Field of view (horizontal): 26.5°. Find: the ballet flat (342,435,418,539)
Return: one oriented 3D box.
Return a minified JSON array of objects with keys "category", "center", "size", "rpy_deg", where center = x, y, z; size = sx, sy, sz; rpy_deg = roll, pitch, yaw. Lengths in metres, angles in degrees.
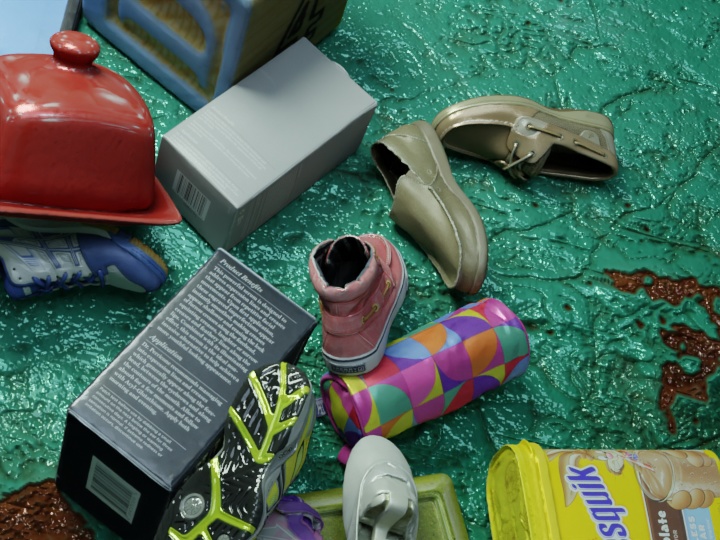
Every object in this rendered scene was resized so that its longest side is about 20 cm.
[{"category":"ballet flat","center":[0.020,0.218,1.236],"size":[0.069,0.070,0.201],"rpy_deg":[12,57,-8]}]

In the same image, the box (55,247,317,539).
[{"category":"box","center":[-0.145,0.108,1.264],"size":[0.107,0.149,0.200],"rpy_deg":[37,57,7]}]

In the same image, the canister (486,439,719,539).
[{"category":"canister","center":[0.222,0.226,1.335],"size":[0.199,0.087,0.149],"rpy_deg":[2,60,-16]}]

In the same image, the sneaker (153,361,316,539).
[{"category":"sneaker","center":[-0.086,0.171,1.169],"size":[0.075,0.076,0.201],"rpy_deg":[23,71,28]}]

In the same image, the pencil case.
[{"category":"pencil case","center":[0.056,0.095,1.371],"size":[0.199,0.089,0.089],"rpy_deg":[-24,69,-24]}]

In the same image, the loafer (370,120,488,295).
[{"category":"loafer","center":[0.063,-0.057,1.471],"size":[0.067,0.076,0.201],"rpy_deg":[-10,53,-20]}]

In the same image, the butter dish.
[{"category":"butter dish","center":[-0.259,-0.135,1.329],"size":[0.199,0.149,0.199],"rpy_deg":[3,24,-28]}]

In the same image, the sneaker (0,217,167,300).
[{"category":"sneaker","center":[-0.271,-0.004,1.350],"size":[0.199,0.075,0.089],"rpy_deg":[17,64,6]}]

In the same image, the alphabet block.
[{"category":"alphabet block","center":[-0.129,-0.301,1.488],"size":[0.195,0.197,0.200],"rpy_deg":[39,57,8]}]

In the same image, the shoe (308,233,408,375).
[{"category":"shoe","center":[0.000,0.000,1.364],"size":[0.071,0.091,0.200],"rpy_deg":[-1,32,10]}]

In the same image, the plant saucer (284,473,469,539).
[{"category":"plant saucer","center":[0.015,0.265,1.275],"size":[0.198,0.048,0.201],"rpy_deg":[-6,62,-19]}]

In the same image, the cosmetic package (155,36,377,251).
[{"category":"cosmetic package","center":[-0.090,-0.122,1.458],"size":[0.107,0.090,0.200],"rpy_deg":[44,56,13]}]

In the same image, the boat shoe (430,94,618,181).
[{"category":"boat shoe","center":[0.169,-0.128,1.540],"size":[0.199,0.071,0.065],"rpy_deg":[3,58,-16]}]

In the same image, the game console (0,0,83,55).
[{"category":"game console","center":[-0.353,-0.273,1.455],"size":[0.175,0.117,0.201],"rpy_deg":[12,58,-8]}]

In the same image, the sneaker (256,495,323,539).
[{"category":"sneaker","center":[-0.054,0.222,1.200],"size":[0.199,0.081,0.089],"rpy_deg":[12,64,45]}]
